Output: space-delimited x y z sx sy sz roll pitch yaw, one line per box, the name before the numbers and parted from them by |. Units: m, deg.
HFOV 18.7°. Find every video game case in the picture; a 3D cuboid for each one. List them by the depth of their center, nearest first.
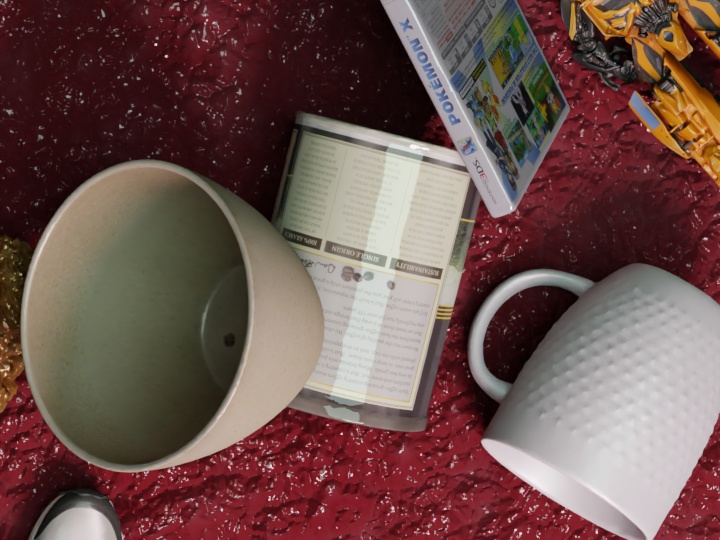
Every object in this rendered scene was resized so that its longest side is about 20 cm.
video game case | 0.084 -0.155 1.557 0.022 0.200 0.183 -21 106 25

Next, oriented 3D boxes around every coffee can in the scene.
coffee can | 0.000 0.000 1.565 0.146 0.146 0.201 13 94 -18

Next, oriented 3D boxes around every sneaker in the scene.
sneaker | -0.212 0.256 1.574 0.074 0.079 0.201 13 93 -16

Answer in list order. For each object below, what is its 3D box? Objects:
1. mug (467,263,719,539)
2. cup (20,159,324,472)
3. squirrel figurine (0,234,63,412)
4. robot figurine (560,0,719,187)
mug | 0.175 0.078 1.643 0.200 0.148 0.176 30 79 12
cup | -0.106 0.035 1.459 0.143 0.200 0.201 9 96 -54
squirrel figurine | -0.296 0.006 1.503 0.200 0.141 0.187 23 80 -32
robot figurine | 0.243 -0.168 1.633 0.145 0.058 0.200 -41 96 20
